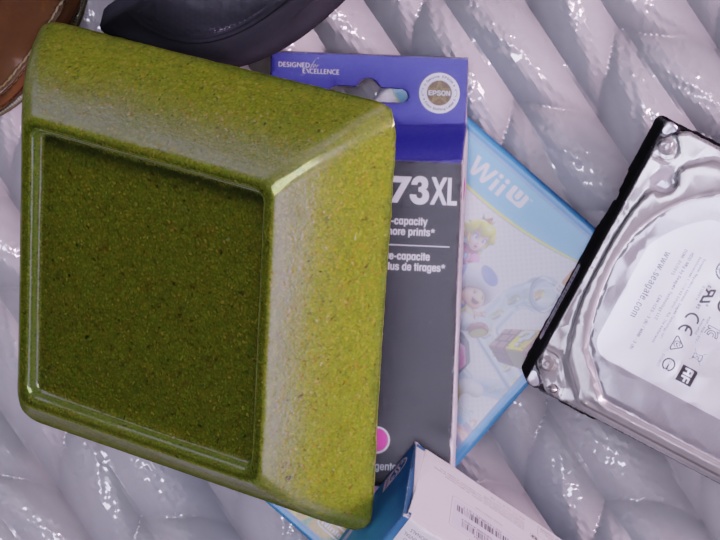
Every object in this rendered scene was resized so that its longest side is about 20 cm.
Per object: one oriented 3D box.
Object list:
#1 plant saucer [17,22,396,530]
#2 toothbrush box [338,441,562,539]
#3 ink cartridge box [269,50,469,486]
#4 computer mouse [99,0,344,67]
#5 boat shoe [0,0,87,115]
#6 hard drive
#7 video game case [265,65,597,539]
[{"bbox_3d":[-0.084,0.006,1.258,0.200,0.048,0.200,16,113,32],"label":"plant saucer"},{"bbox_3d":[0.024,0.205,1.291,0.146,0.085,0.200,35,110,-7],"label":"toothbrush box"},{"bbox_3d":[0.000,0.000,1.305,0.095,0.037,0.200,2,94,4],"label":"ink cartridge box"},{"bbox_3d":[-0.023,-0.135,1.272,0.200,0.138,0.053,-25,94,16],"label":"computer mouse"},{"bbox_3d":[-0.150,-0.162,1.299,0.072,0.068,0.200,25,98,0],"label":"boat shoe"},{"bbox_3d":[0.193,0.035,1.300,0.200,0.038,0.140,28,97,-5],"label":"hard drive"},{"bbox_3d":[0.010,0.025,1.331,0.143,0.018,0.200,41,97,0],"label":"video game case"}]
